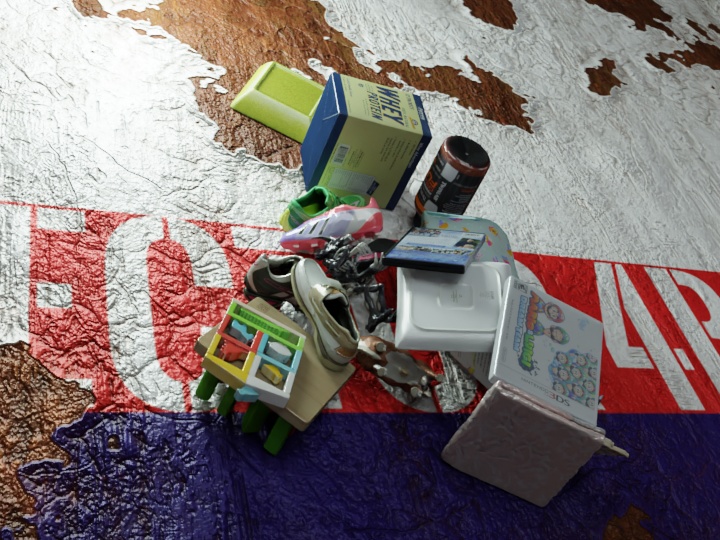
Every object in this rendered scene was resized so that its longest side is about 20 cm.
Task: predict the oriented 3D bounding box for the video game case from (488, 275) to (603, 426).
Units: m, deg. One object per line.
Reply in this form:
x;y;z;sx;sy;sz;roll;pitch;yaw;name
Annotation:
0.292;0.124;1.331;0.179;0.024;0.202;26;49;-9;video game case

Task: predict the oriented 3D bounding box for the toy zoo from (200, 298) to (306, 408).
-0.151;0.122;1.225;0.129;0.021;0.201;28;25;-7;toy zoo

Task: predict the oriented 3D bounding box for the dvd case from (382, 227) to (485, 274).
0.130;-0.037;1.483;0.140;0.018;0.200;6;19;17;dvd case

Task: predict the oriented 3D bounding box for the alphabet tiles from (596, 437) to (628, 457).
0.323;0.261;1.386;0.193;0.200;0.015;24;77;-6;alphabet tiles

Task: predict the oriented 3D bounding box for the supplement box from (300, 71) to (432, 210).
0.006;-0.253;1.711;0.196;0.201;0.136;10;44;-21;supplement box

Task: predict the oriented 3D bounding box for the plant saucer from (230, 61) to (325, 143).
-0.155;-0.375;1.865;0.197;0.048;0.201;26;40;-3;plant saucer

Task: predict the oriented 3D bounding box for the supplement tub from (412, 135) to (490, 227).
0.173;-0.159;1.708;0.105;0.202;0.108;15;40;-13;supplement tub

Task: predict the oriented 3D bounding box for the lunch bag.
0.206;-0.013;1.639;0.196;0.123;0.172;9;43;-13;lunch bag

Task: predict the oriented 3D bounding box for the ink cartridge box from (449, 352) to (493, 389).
0.224;0.110;1.462;0.083;0.147;0.200;-25;49;-28;ink cartridge box

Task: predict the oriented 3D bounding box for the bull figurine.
0.043;0.150;1.394;0.197;0.066;0.121;24;-2;-15;bull figurine

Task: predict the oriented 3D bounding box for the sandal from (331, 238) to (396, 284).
0.010;-0.030;1.590;0.074;0.046;0.199;23;34;23;sandal

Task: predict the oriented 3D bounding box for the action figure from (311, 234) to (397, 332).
0.000;0.000;1.454;0.202;0.102;0.118;56;23;19;action figure

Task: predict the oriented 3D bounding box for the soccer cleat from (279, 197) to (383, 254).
-0.054;-0.081;1.569;0.196;0.067;0.078;-10;79;-11;soccer cleat

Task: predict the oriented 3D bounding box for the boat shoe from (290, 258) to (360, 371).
-0.049;0.055;1.357;0.074;0.069;0.202;6;48;-43;boat shoe

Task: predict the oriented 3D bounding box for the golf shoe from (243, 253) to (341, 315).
-0.099;0.024;1.455;0.196;0.089;0.078;6;43;-27;golf shoe

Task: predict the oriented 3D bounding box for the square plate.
0.155;0.049;1.398;0.193;0.029;0.202;1;44;3;square plate

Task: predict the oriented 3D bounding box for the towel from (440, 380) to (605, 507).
0.244;0.266;1.309;0.188;0.202;0.033;24;41;-4;towel

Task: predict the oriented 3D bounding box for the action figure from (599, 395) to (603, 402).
0.324;0.198;1.525;0.199;0.070;0.130;37;59;17;action figure

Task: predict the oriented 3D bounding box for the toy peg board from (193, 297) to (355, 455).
-0.140;0.163;1.303;0.198;0.099;0.199;35;25;7;toy peg board

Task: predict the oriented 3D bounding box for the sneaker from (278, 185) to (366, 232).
-0.060;-0.114;1.622;0.198;0.084;0.074;-16;55;-40;sneaker
